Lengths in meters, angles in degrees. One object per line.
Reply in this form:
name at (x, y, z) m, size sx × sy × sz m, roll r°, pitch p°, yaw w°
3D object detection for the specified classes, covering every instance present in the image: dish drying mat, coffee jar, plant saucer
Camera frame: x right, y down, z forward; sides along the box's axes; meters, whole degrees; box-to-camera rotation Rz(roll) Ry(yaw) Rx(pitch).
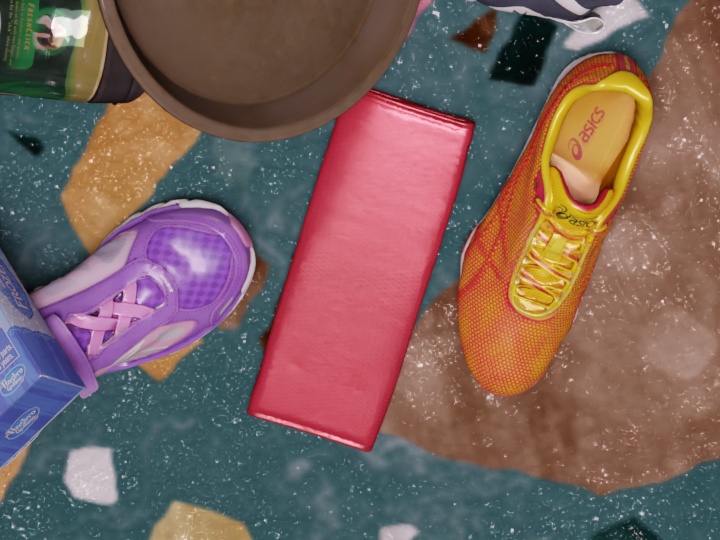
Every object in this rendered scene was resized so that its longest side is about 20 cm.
dish drying mat at (0.000, 0.000, 1.142) m, size 0.077 × 0.018 × 0.200 m, roll 17°, pitch 107°, yaw 0°
coffee jar at (-0.201, -0.134, 1.041) m, size 0.200 × 0.104 × 0.085 m, roll 2°, pitch 105°, yaw -25°
plant saucer at (-0.052, -0.166, 1.043) m, size 0.200 × 0.029 × 0.200 m, roll -8°, pitch 105°, yaw -34°

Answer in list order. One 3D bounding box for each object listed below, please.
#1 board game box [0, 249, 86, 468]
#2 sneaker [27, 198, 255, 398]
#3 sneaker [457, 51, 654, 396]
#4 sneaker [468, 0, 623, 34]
board game box at (-0.270, 0.051, 1.104) m, size 0.200 × 0.043 × 0.199 m, roll -43°, pitch 61°, yaw 13°
sneaker at (-0.150, 0.032, 1.124) m, size 0.200 × 0.088 × 0.081 m, roll -27°, pitch 101°, yaw 9°
sneaker at (0.099, -0.022, 1.099) m, size 0.073 × 0.077 × 0.200 m, roll 16°, pitch 107°, yaw -3°
sneaker at (0.131, -0.210, 1.046) m, size 0.130 × 0.079 × 0.199 m, roll 27°, pitch 101°, yaw -9°
